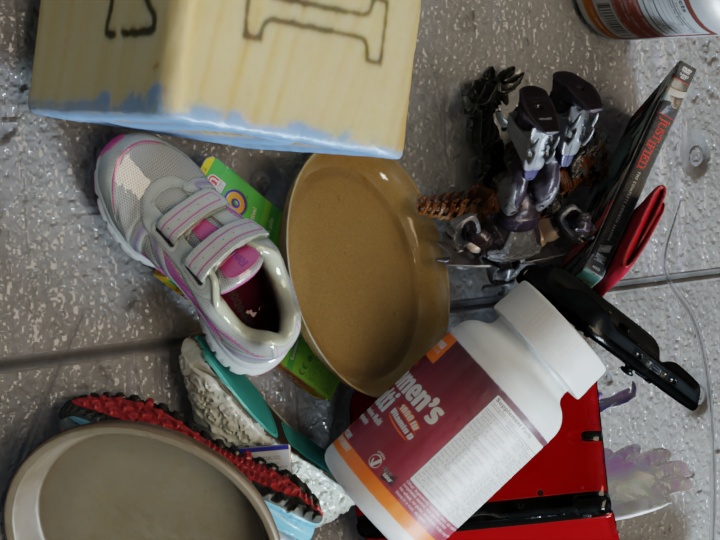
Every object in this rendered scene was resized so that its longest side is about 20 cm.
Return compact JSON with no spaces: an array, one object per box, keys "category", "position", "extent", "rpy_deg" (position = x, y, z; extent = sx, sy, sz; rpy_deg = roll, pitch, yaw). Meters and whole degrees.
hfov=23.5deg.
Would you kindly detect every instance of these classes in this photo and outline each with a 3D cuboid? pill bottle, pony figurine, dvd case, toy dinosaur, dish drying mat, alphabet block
[{"category":"pill bottle","position":[0.282,-0.252,1.452],"extent":[0.111,0.199,0.114],"rpy_deg":[-4,97,-38]},{"category":"pill bottle","position":[0.078,0.108,1.276],"extent":[0.200,0.110,0.110],"rpy_deg":[-43,121,0]},{"category":"pony figurine","position":[0.153,0.140,1.436],"extent":[0.191,0.167,0.201],"rpy_deg":[-26,117,1]},{"category":"dvd case","position":[0.218,-0.066,1.464],"extent":[0.022,0.146,0.202],"rpy_deg":[26,74,0]},{"category":"toy dinosaur","position":[0.134,-0.084,1.425],"extent":[0.200,0.101,0.137],"rpy_deg":[-39,133,-48]},{"category":"dish drying mat","position":[0.211,-0.009,1.436],"extent":[0.018,0.200,0.077],"rpy_deg":[28,75,1]},{"category":"alphabet block","position":[-0.087,-0.189,1.148],"extent":[0.195,0.194,0.203],"rpy_deg":[6,92,-40]}]

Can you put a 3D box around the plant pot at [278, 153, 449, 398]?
[{"category":"plant pot","position":[0.000,0.000,1.328],"extent":[0.199,0.027,0.203],"rpy_deg":[20,64,-48]}]

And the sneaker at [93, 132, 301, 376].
[{"category":"sneaker","position":[-0.103,-0.017,1.203],"extent":[0.081,0.088,0.200],"rpy_deg":[-46,103,-21]}]

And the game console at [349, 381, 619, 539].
[{"category":"game console","position":[0.103,0.173,1.375],"extent":[0.119,0.197,0.175],"rpy_deg":[42,42,-69]}]

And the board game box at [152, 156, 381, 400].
[{"category":"board game box","position":[-0.072,0.007,1.306],"extent":[0.200,0.030,0.096],"rpy_deg":[41,68,-36]}]

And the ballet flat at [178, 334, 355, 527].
[{"category":"ballet flat","position":[-0.079,0.132,1.291],"extent":[0.200,0.071,0.072],"rpy_deg":[46,67,-30]}]

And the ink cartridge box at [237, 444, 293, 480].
[{"category":"ink cartridge box","position":[-0.088,0.225,1.277],"extent":[0.093,0.037,0.203],"rpy_deg":[-4,101,1]}]

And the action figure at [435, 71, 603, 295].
[{"category":"action figure","position":[0.128,-0.054,1.355],"extent":[0.129,0.070,0.201],"rpy_deg":[-14,138,-28]}]

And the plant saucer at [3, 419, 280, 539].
[{"category":"plant saucer","position":[-0.146,0.182,1.181],"extent":[0.202,0.198,0.030],"rpy_deg":[65,22,-22]}]

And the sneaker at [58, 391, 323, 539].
[{"category":"sneaker","position":[-0.130,0.160,1.212],"extent":[0.198,0.079,0.096],"rpy_deg":[28,101,-3]}]

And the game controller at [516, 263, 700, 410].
[{"category":"game controller","position":[0.203,0.056,1.402],"extent":[0.042,0.104,0.199],"rpy_deg":[-48,137,9]}]
